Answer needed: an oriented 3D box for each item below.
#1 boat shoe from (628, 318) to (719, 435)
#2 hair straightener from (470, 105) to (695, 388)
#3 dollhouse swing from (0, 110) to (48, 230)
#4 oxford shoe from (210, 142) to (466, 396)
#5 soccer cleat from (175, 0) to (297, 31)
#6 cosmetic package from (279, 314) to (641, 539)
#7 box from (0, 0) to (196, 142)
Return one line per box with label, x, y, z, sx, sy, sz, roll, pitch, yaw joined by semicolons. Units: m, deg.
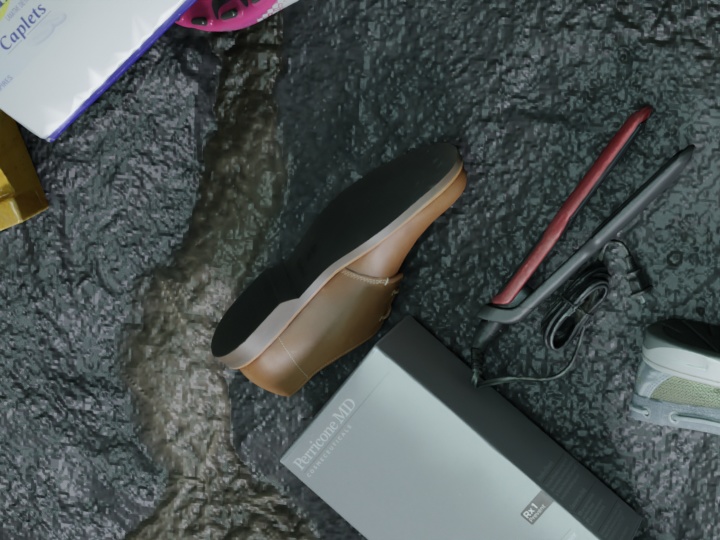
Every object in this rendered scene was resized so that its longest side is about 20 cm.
boat shoe;0.259;0.088;1.603;0.201;0.074;0.065;18;110;15
hair straightener;0.138;0.000;1.628;0.077;0.041;0.200;39;101;5
dollhouse swing;-0.316;-0.097;1.679;0.175;0.182;0.201;-21;95;3
oxford shoe;0.000;0.000;1.667;0.071;0.071;0.200;39;110;-24
soccer cleat;-0.039;-0.191;1.635;0.200;0.086;0.070;-12;91;40
cosmetic package;0.062;0.134;1.655;0.200;0.090;0.107;38;110;2
box;-0.158;-0.202;1.581;0.105;0.200;0.184;40;109;-21
